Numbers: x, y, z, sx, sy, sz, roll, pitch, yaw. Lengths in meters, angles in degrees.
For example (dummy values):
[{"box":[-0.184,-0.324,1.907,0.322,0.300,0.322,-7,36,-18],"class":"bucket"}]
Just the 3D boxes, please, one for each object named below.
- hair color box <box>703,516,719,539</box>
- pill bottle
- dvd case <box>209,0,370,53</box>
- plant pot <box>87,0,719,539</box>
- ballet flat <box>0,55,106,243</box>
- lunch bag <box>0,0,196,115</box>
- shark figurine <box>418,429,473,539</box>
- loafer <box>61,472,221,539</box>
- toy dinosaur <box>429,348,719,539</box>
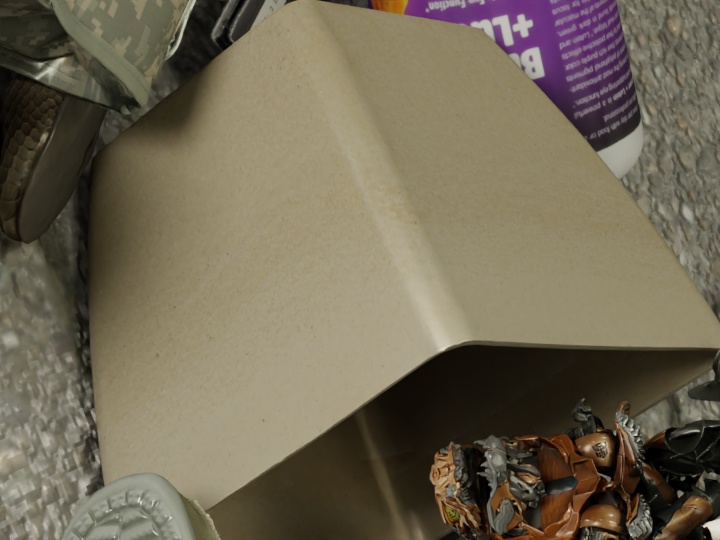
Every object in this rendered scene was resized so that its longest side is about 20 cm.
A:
[{"box":[0.089,0.175,1.301,0.199,0.060,0.101,-14,84,-22],"class":"hair color box"},{"box":[0.067,-0.090,1.366,0.111,0.111,0.201,-36,117,-52],"class":"pill bottle"},{"box":[0.016,-0.102,1.404,0.200,0.016,0.149,49,55,-38],"class":"dvd case"},{"box":[0.000,0.000,1.253,0.199,0.200,0.178,3,60,-50],"class":"plant pot"},{"box":[-0.121,-0.105,1.248,0.067,0.046,0.201,91,15,-69],"class":"ballet flat"},{"box":[-0.130,-0.175,1.160,0.199,0.117,0.165,28,72,-22],"class":"lunch bag"},{"box":[0.112,0.138,1.404,0.214,0.089,0.129,24,57,-41],"class":"shark figurine"},{"box":[-0.062,0.175,1.132,0.070,0.075,0.201,-1,77,-63],"class":"loafer"},{"box":[0.123,0.098,1.241,0.199,0.135,0.103,0,66,-47],"class":"toy dinosaur"}]
